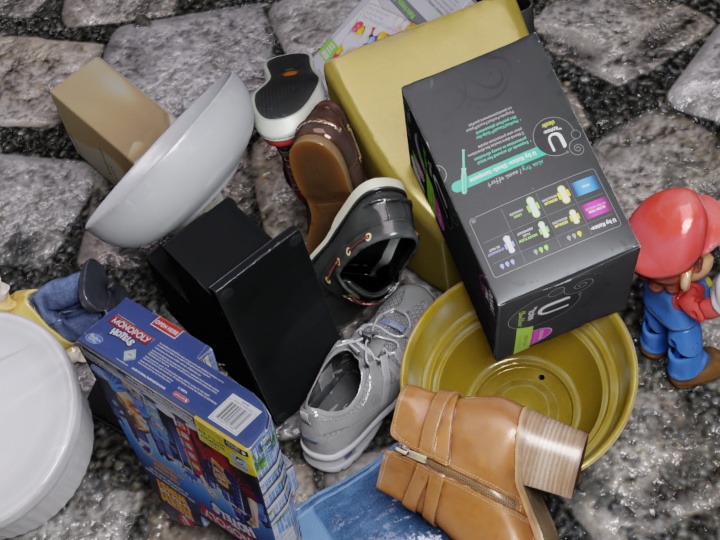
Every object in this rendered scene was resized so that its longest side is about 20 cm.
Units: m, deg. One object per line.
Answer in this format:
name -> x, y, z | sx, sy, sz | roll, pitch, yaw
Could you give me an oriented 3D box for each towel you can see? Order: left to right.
towel -> -0.019, 0.232, 1.146 | 0.198, 0.049, 0.112 | -27, 50, -9

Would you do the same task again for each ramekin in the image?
ramekin -> -0.332, 0.147, 1.246 | 0.199, 0.094, 0.205 | -4, 65, 9

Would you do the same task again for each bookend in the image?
bookend -> -0.121, 0.004, 1.266 | 0.092, 0.200, 0.200 | -37, 50, -16

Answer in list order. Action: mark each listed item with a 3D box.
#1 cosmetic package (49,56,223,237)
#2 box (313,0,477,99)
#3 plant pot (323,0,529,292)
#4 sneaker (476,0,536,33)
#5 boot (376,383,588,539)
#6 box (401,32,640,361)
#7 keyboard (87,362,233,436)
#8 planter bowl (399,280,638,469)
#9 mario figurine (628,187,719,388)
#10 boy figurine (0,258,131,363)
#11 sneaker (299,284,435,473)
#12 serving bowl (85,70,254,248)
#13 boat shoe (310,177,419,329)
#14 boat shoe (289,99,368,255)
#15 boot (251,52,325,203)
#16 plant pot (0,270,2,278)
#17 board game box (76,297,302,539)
cosmetic package -> -0.239, -0.132, 1.479 | 0.071, 0.106, 0.199 | -38, 50, -18
box -> 0.029, -0.232, 1.464 | 0.200, 0.041, 0.156 | -48, 39, 12
plant pot -> 0.096, -0.099, 1.313 | 0.193, 0.195, 0.202 | -20, 61, -4
sneaker -> 0.094, -0.235, 1.477 | 0.197, 0.107, 0.075 | -14, 48, 3
boot -> 0.082, 0.194, 1.078 | 0.153, 0.074, 0.203 | 14, 93, 15
box -> 0.126, -0.056, 1.125 | 0.123, 0.149, 0.202 | -22, 70, -3
keyboard -> -0.160, 0.126, 1.294 | 0.198, 0.040, 0.105 | 24, 83, 28
planter bowl -> 0.136, 0.105, 1.182 | 0.197, 0.084, 0.203 | -5, 59, 9
mario figurine -> 0.280, 0.005, 1.160 | 0.122, 0.201, 0.107 | 13, 55, 24
boy figurine -> -0.320, 0.055, 1.331 | 0.198, 0.125, 0.065 | -23, 39, 20
sneaker -> 0.012, 0.084, 1.242 | 0.074, 0.082, 0.201 | 17, 56, 26
serving bowl -> -0.165, -0.091, 1.287 | 0.200, 0.066, 0.200 | -42, 14, 13
boat shoe -> -0.003, 0.000, 1.253 | 0.073, 0.202, 0.064 | -2, 59, -22
boat shoe -> -0.017, -0.065, 1.301 | 0.069, 0.202, 0.071 | 4, 44, 14
boot -> -0.060, -0.122, 1.379 | 0.071, 0.146, 0.200 | -8, 22, 4
plant pot -> -0.470, -0.015, 1.407 | 0.197, 0.188, 0.188 | -10, 46, -14
board game box -> -0.122, 0.148, 1.128 | 0.199, 0.201, 0.062 | 27, 55, 33
